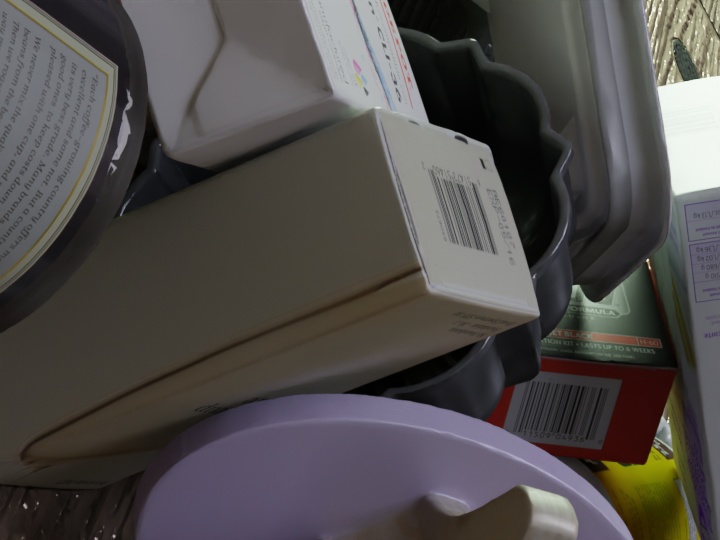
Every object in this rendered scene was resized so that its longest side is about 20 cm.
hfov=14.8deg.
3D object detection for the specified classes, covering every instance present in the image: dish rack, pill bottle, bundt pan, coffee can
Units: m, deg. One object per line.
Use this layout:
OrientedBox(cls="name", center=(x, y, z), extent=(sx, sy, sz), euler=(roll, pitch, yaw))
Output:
OrientedBox(cls="dish rack", center=(0.085, -0.093, 1.218), extent=(0.172, 0.043, 0.200), euler=(127, -44, -74))
OrientedBox(cls="pill bottle", center=(0.090, 0.131, 1.334), extent=(0.200, 0.109, 0.109), euler=(1, 69, -66))
OrientedBox(cls="bundt pan", center=(0.000, 0.000, 1.140), extent=(0.076, 0.202, 0.202), euler=(61, 20, -49))
OrientedBox(cls="coffee can", center=(-0.182, -0.076, 0.868), extent=(0.200, 0.146, 0.147), euler=(36, 38, -51))

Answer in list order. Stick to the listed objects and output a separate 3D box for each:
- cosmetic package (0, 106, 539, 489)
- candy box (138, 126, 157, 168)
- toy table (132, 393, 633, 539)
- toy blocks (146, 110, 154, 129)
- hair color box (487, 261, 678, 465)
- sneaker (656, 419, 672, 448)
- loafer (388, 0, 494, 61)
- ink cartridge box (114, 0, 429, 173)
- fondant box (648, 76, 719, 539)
OrientedBox(cls="cosmetic package", center=(-0.048, 0.014, 1.016), extent=(0.104, 0.200, 0.073), euler=(12, 58, -62))
OrientedBox(cls="candy box", center=(-0.043, -0.074, 1.288), extent=(0.200, 0.061, 0.136), euler=(46, 30, -43))
OrientedBox(cls="toy table", center=(0.019, 0.133, 0.988), extent=(0.117, 0.200, 0.184), euler=(-106, -154, -62))
OrientedBox(cls="toy blocks", center=(-0.113, -0.108, 1.109), extent=(0.200, 0.100, 0.137), euler=(-36, 101, -53))
OrientedBox(cls="hair color box", center=(0.081, 0.004, 1.331), extent=(0.200, 0.101, 0.061), euler=(-101, -160, -54))
OrientedBox(cls="sneaker", center=(0.111, 0.059, 1.477), extent=(0.200, 0.080, 0.089), euler=(54, 18, -28))
OrientedBox(cls="loafer", center=(0.011, -0.128, 1.313), extent=(0.070, 0.075, 0.200), euler=(39, 6, 33))
OrientedBox(cls="ink cartridge box", center=(-0.032, -0.097, 1.030), extent=(0.200, 0.067, 0.117), euler=(10, 61, -77))
OrientedBox(cls="fondant box", center=(0.171, 0.028, 1.276), extent=(0.144, 0.058, 0.200), euler=(-97, 176, -68))
